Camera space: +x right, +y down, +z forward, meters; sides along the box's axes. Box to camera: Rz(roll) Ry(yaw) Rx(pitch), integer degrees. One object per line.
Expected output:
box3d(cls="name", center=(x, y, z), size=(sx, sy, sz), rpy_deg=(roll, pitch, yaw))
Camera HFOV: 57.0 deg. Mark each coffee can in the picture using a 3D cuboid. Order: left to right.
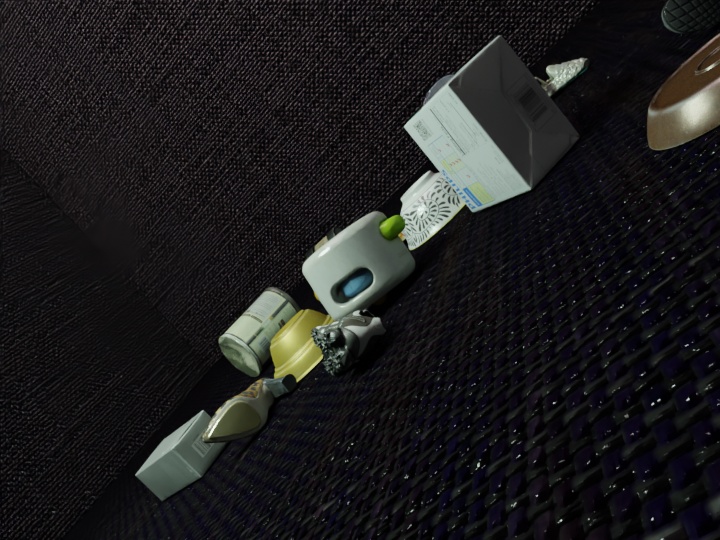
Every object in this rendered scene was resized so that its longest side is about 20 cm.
box3d(cls="coffee can", center=(-0.268, 0.166, 1.811), size=(0.200, 0.147, 0.146), rpy_deg=(-48, 7, -34))

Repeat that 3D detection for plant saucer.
box3d(cls="plant saucer", center=(0.356, -0.199, 0.642), size=(0.200, 0.035, 0.200), rpy_deg=(-44, 5, 5))

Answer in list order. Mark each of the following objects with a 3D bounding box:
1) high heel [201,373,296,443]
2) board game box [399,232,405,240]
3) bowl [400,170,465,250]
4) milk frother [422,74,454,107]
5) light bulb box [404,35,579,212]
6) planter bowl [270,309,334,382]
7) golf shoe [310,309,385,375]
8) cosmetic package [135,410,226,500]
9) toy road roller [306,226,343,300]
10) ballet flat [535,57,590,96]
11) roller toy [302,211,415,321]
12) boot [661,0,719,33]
box3d(cls="high heel", center=(-0.215, 0.255, 1.185), size=(0.199, 0.072, 0.142), rpy_deg=(-31, 1, -37))
box3d(cls="board game box", center=(0.149, -0.148, 1.579), size=(0.200, 0.046, 0.152), rpy_deg=(-44, 1, 2))
box3d(cls="bowl", center=(0.146, -0.146, 1.404), size=(0.201, 0.094, 0.201), rpy_deg=(-44, 7, 6))
box3d(cls="milk frother", center=(0.277, -0.383, 1.504), size=(0.179, 0.186, 0.203), rpy_deg=(15, 82, 52))
box3d(cls="light bulb box", center=(0.198, -0.219, 1.048), size=(0.125, 0.199, 0.200), rpy_deg=(-42, 7, -14))
box3d(cls="planter bowl", center=(-0.117, 0.137, 1.298), size=(0.200, 0.084, 0.200), rpy_deg=(-43, 6, 5))
box3d(cls="golf shoe", center=(-0.016, 0.104, 0.982), size=(0.093, 0.079, 0.200), rpy_deg=(-27, 4, -14))
box3d(cls="cosmetic package", center=(-0.352, 0.368, 1.309), size=(0.199, 0.090, 0.107), rpy_deg=(-35, 13, 40))
box3d(cls="toy road roller", center=(-0.047, -0.005, 1.765), size=(0.123, 0.145, 0.203), rpy_deg=(-39, 45, 30))
box3d(cls="ballet flat", center=(0.435, -0.433, 1.541), size=(0.199, 0.072, 0.072), rpy_deg=(-40, 7, 32))
box3d(cls="roller toy", center=(0.000, 0.000, 1.176), size=(0.181, 0.141, 0.200), rpy_deg=(-35, -1, -25))
box3d(cls="boot", center=(0.480, -0.377, 0.924), size=(0.198, 0.070, 0.132), rpy_deg=(-34, 2, -5))
